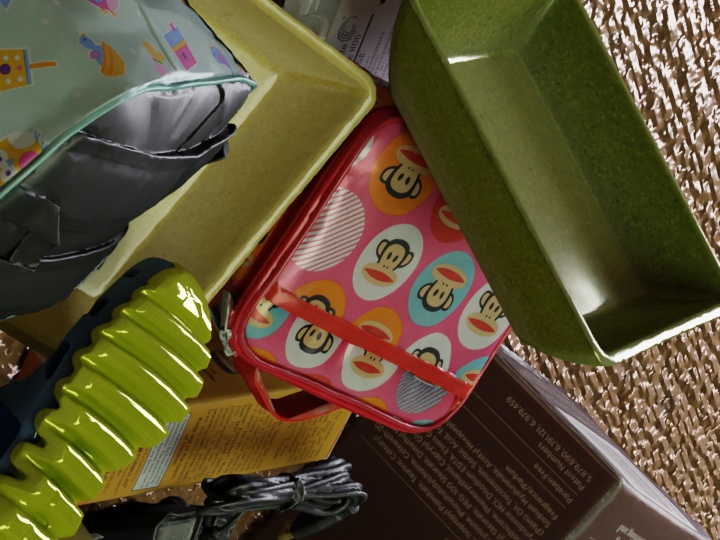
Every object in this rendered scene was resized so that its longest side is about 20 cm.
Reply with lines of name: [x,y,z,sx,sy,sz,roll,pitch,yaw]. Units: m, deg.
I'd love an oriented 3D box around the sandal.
sandal: [-0.147,0.071,1.319,0.200,0.087,0.080,-51,137,-19]

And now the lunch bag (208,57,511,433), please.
lunch bag: [0.000,0.000,1.462,0.200,0.082,0.177,27,101,-50]

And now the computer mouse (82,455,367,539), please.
computer mouse: [-0.094,0.140,1.557,0.200,0.046,0.140,-32,159,37]

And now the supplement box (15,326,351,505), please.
supplement box: [-0.093,0.073,1.535,0.199,0.067,0.069,-8,132,-43]

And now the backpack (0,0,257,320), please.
backpack: [-0.154,-0.061,1.150,0.176,0.154,0.200,-39,-178,17]

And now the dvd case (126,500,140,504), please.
dvd case: [-0.202,0.227,1.629,0.148,0.016,0.201,-16,137,-38]

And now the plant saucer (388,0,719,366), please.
plant saucer: [0.091,-0.046,1.411,0.048,0.201,0.199,-31,174,26]

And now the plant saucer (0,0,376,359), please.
plant saucer: [-0.124,-0.065,1.328,0.200,0.048,0.200,35,98,-39]

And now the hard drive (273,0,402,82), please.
hard drive: [0.020,-0.136,1.458,0.199,0.038,0.140,-8,132,-42]

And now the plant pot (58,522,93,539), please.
plant pot: [-0.241,0.176,1.382,0.200,0.200,0.142,-50,137,7]

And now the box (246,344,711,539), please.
box: [0.072,0.167,1.730,0.200,0.164,0.166,-47,148,4]
